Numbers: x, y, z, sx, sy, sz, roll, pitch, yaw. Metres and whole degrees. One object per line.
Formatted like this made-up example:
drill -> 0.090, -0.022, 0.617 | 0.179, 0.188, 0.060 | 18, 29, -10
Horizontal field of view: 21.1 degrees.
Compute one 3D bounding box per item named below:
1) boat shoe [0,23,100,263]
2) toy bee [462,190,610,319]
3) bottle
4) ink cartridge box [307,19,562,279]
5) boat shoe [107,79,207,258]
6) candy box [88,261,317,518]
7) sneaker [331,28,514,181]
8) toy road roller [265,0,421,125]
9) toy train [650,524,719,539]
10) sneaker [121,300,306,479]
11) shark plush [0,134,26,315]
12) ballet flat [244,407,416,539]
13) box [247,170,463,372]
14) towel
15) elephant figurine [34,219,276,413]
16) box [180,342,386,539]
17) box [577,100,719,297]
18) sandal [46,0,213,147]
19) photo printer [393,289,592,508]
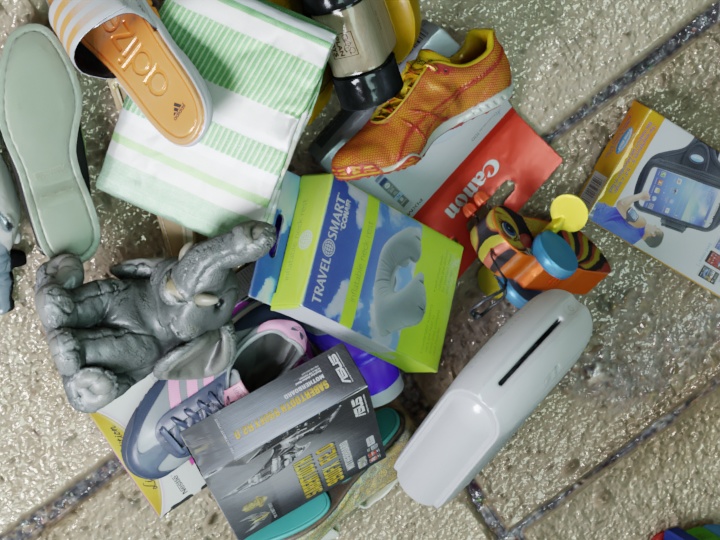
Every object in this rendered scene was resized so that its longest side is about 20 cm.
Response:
boat shoe -> -0.264, -0.106, 1.607 | 0.071, 0.061, 0.203 | -12, 105, -15
toy bee -> 0.147, -0.027, 1.746 | 0.130, 0.200, 0.109 | -35, 72, 13
bottle -> -0.017, 0.029, 1.732 | 0.083, 0.065, 0.201 | -33, 116, -21
ink cartridge box -> 0.075, -0.099, 1.733 | 0.200, 0.047, 0.160 | 42, 91, -24
boat shoe -> -0.175, -0.098, 1.642 | 0.068, 0.074, 0.202 | -6, 109, 9
candy box -> -0.136, 0.106, 1.722 | 0.199, 0.061, 0.137 | -34, 116, -5
sneaker -> 0.044, -0.141, 1.637 | 0.200, 0.073, 0.078 | -38, 117, -29
toy road roller -> -0.044, -0.206, 1.635 | 0.198, 0.146, 0.124 | -10, 116, 25
toy train -> 0.357, 0.353, 1.970 | 0.115, 0.084, 0.202 | -10, 111, -30
sneaker -> -0.125, 0.107, 1.647 | 0.070, 0.082, 0.200 | 42, 90, -24
shark plush -> -0.329, -0.058, 1.621 | 0.082, 0.091, 0.201 | -12, 134, 6
ballet flat -> -0.023, 0.210, 1.797 | 0.200, 0.071, 0.071 | -40, 115, -3
box -> 0.000, 0.000, 1.663 | 0.199, 0.047, 0.123 | 27, 70, -41
towel -> -0.116, -0.129, 1.573 | 0.151, 0.023, 0.202 | 23, 109, 4
elephant figurine -> -0.158, 0.035, 1.587 | 0.198, 0.155, 0.143 | -19, 110, -8
box -> -0.062, 0.152, 1.670 | 0.157, 0.049, 0.200 | -29, 157, -8
box -> 0.310, -0.062, 1.832 | 0.199, 0.041, 0.120 | 28, 97, -22
sandal -> -0.194, -0.182, 1.538 | 0.079, 0.207, 0.059 | -52, 156, 25
photo printer -> 0.121, 0.110, 1.719 | 0.069, 0.200, 0.166 | 42, 56, 7
